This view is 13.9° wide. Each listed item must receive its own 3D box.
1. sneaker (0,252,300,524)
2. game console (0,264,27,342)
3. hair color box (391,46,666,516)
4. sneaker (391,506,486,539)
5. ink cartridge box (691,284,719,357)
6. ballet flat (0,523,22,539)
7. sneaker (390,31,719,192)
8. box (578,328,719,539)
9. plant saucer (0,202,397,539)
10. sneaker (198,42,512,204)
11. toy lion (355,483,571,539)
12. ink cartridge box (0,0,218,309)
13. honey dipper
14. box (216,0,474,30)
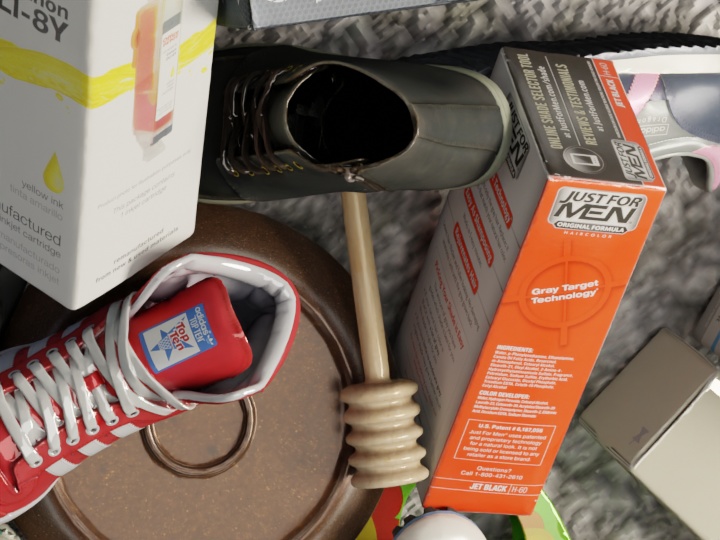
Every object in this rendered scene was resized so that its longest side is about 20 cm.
[{"bbox_3d":[-0.116,0.051,1.283,0.200,0.112,0.071,-30,93,-25],"label":"sneaker"},{"bbox_3d":[-0.242,0.009,1.306,0.199,0.116,0.176,23,98,-21],"label":"game console"},{"bbox_3d":[0.073,0.008,1.371,0.061,0.102,0.200,5,129,-17],"label":"hair color box"},{"bbox_3d":[0.037,0.211,1.394,0.072,0.072,0.201,-1,106,-17],"label":"sneaker"},{"bbox_3d":[0.242,0.025,1.409,0.059,0.200,0.104,27,95,-21],"label":"ink cartridge box"},{"bbox_3d":[-0.184,0.214,1.378,0.071,0.072,0.201,2,86,-17],"label":"ballet flat"},{"bbox_3d":[0.092,-0.068,1.408,0.199,0.070,0.082,-4,103,-14],"label":"sneaker"},{"bbox_3d":[0.207,0.124,1.492,0.068,0.082,0.200,-46,114,1],"label":"box"},{"bbox_3d":[-0.077,0.069,1.392,0.199,0.034,0.201,-1,94,-9],"label":"plant saucer"},{"bbox_3d":[-0.042,-0.070,1.305,0.199,0.106,0.075,-2,88,25],"label":"sneaker"},{"bbox_3d":[-0.005,0.143,1.450,0.200,0.069,0.192,-33,104,-6],"label":"toy lion"},{"bbox_3d":[-0.140,-0.108,1.239,0.083,0.145,0.200,-34,146,-40],"label":"ink cartridge box"},{"bbox_3d":[0.000,0.000,1.365,0.038,0.038,0.201,-9,94,-14],"label":"honey dipper"},{"bbox_3d":[0.002,-0.141,1.291,0.157,0.200,0.051,-9,98,-15],"label":"box"}]
